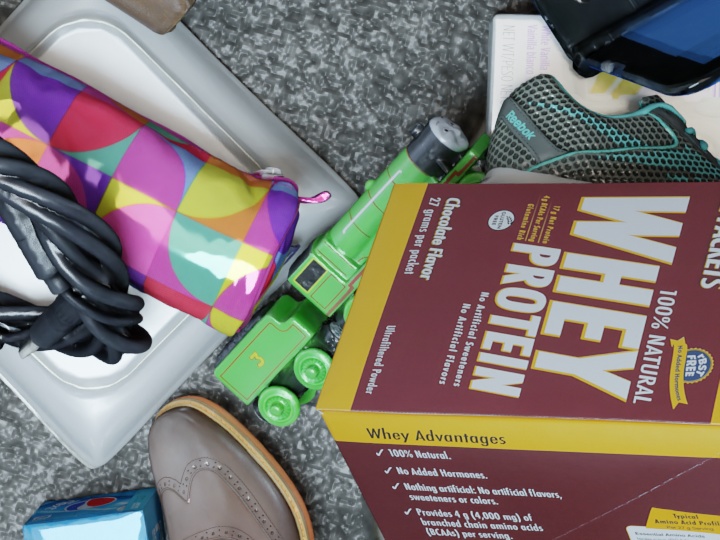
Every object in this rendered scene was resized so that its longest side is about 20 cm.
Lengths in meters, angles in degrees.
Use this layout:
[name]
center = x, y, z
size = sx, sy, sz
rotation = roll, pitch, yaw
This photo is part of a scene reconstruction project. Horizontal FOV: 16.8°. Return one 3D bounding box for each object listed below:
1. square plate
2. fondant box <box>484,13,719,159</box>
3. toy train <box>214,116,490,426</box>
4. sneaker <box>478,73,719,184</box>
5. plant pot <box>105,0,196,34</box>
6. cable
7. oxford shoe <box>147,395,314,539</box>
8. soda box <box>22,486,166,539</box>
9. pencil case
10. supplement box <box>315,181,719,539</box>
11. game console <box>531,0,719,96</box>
[square plate]
center = -0.137, -0.033, 1.241
size = 0.198, 0.028, 0.200
rotation = 45, 94, -3
[fondant box]
center = 0.161, -0.053, 1.218
size = 0.200, 0.058, 0.144
rotation = 2, 95, 0
[toy train]
center = 0.000, 0.000, 1.205
size = 0.056, 0.042, 0.200
rotation = 42, 116, -1
[sneaker]
center = 0.148, -0.038, 1.150
size = 0.200, 0.078, 0.091
rotation = 16, 67, -18
[plant pot]
center = -0.128, -0.226, 1.150
size = 0.198, 0.200, 0.200
rotation = 37, 95, -9
[cable]
center = -0.181, -0.011, 1.139
size = 0.163, 0.200, 0.051
rotation = 17, 61, 20
[oxford shoe]
center = -0.063, 0.155, 1.213
size = 0.071, 0.073, 0.200
rotation = -34, 74, 31
[soda box]
center = -0.123, 0.217, 1.242
size = 0.064, 0.068, 0.200
rotation = -8, 95, 2
[pencil case]
center = -0.121, -0.043, 1.182
size = 0.200, 0.088, 0.088
rotation = 25, 95, 0
[supplement box]
center = 0.115, 0.074, 1.090
size = 0.197, 0.133, 0.200
rotation = 0, 139, 24
[game console]
center = 0.177, -0.179, 1.142
size = 0.200, 0.118, 0.171
rotation = -29, 79, -11
